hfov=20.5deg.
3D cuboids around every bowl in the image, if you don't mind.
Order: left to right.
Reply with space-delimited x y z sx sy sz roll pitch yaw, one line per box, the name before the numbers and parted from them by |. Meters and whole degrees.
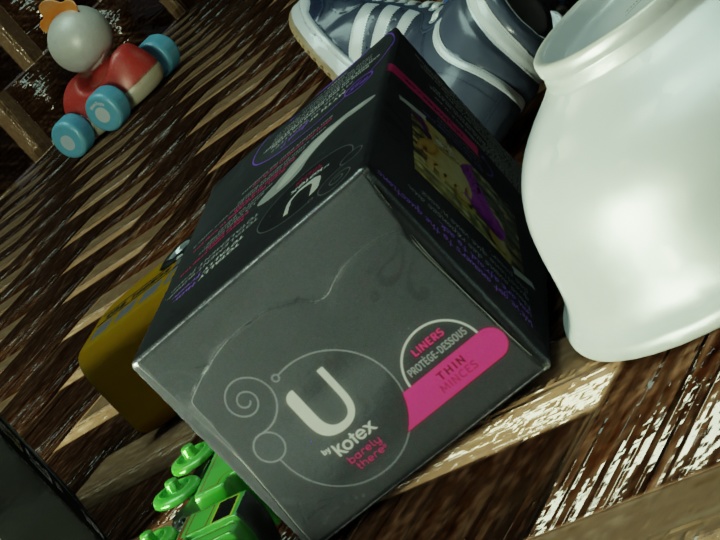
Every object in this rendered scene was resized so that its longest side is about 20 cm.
bowl | 0.124 -0.068 0.699 0.201 0.090 0.201 -40 12 10

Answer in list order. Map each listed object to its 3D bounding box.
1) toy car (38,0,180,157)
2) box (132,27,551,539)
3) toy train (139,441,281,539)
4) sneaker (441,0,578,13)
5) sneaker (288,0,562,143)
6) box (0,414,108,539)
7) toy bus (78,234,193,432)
toy car | -0.398 -0.306 2.869 0.176 0.200 0.185 -30 16 42
box | 0.000 0.000 0.806 0.122 0.106 0.200 -40 13 18
toy train | -0.061 0.116 0.764 0.056 0.042 0.200 -26 17 18
sneaker | 0.080 -0.160 1.179 0.077 0.076 0.200 -30 15 27
sneaker | 0.038 -0.128 1.071 0.109 0.070 0.200 -51 38 10
box | -0.218 0.100 1.007 0.086 0.164 0.200 -43 11 -9
toy bus | -0.059 0.003 1.076 0.199 0.065 0.078 -36 14 27
